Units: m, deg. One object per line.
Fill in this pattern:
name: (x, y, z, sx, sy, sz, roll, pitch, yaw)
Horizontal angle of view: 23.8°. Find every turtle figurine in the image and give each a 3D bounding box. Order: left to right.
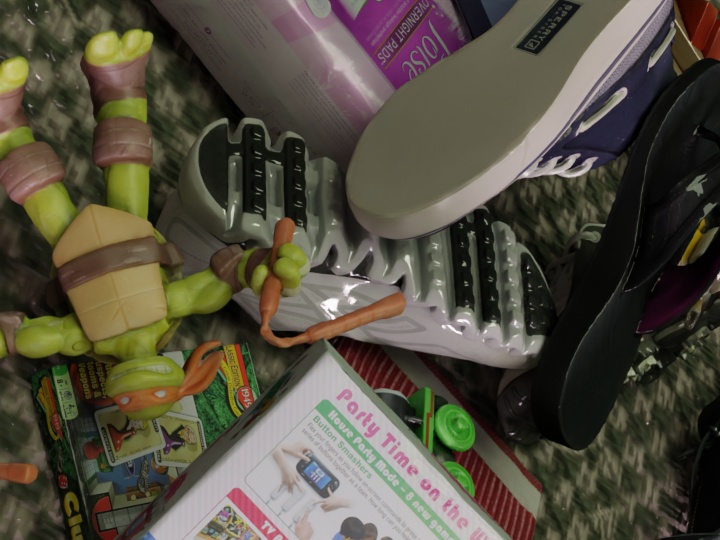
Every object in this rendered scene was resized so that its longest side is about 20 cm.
turtle figurine: (-0.091, -0.010, 0.681, 0.064, 0.198, 0.163, 60, 13, -80)

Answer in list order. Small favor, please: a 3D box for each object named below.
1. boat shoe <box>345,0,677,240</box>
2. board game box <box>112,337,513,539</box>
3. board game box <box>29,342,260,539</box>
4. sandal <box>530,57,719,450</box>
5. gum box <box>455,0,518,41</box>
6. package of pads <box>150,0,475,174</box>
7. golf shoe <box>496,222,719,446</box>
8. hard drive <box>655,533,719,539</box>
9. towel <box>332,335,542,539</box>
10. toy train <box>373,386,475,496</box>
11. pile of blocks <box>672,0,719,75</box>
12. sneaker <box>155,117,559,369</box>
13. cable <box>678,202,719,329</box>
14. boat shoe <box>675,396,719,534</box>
boat shoe: (0.078, -0.063, 0.773, 0.200, 0.074, 0.093, -43, 141, -19)
board game box: (-0.034, 0.148, 0.613, 0.200, 0.064, 0.148, -44, 94, -1)
board game box: (-0.067, 0.132, 0.712, 0.104, 0.023, 0.202, -5, 75, -45)
sandal: (0.143, -0.005, 0.799, 0.202, 0.048, 0.075, -64, 145, -15)
gum box: (0.103, -0.170, 0.926, 0.199, 0.044, 0.171, 11, 53, -53)
package of pads: (-0.021, -0.124, 0.825, 0.200, 0.075, 0.121, 50, 45, -14)
golf shoe: (0.119, 0.028, 0.899, 0.088, 0.077, 0.199, 53, 38, 11)
hard drive: (0.107, 0.220, 0.729, 0.134, 0.042, 0.202, -13, 103, -31)
towel: (0.012, 0.124, 0.767, 0.144, 0.023, 0.201, 49, 39, -18)
toy train: (0.016, 0.136, 0.717, 0.056, 0.042, 0.202, 23, 51, -26)
pile of blocks: (0.136, -0.178, 0.875, 0.082, 0.062, 0.202, 4, 60, -57)
sneaker: (0.000, 0.000, 0.774, 0.198, 0.081, 0.076, 22, 45, -20)
cable: (0.202, -0.027, 0.917, 0.096, 0.051, 0.201, 21, 39, 3)
boat shoe: (0.213, 0.099, 0.941, 0.062, 0.074, 0.200, 49, 42, -7)
